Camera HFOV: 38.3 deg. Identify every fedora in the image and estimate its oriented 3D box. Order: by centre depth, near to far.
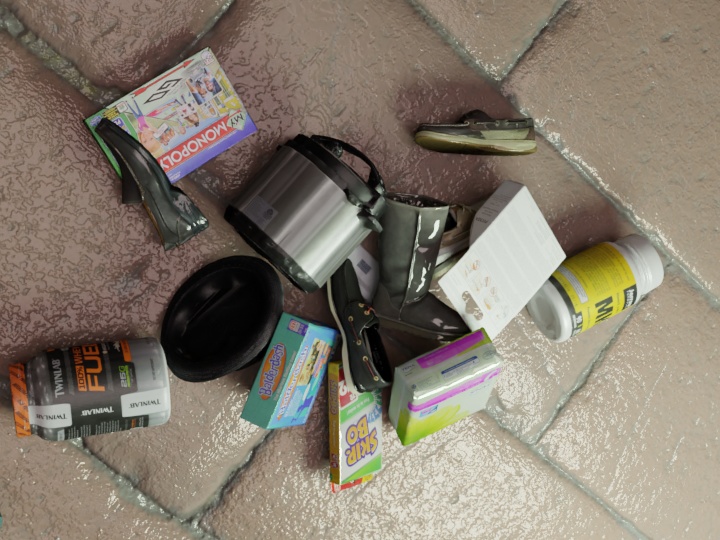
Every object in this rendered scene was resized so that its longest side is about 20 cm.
[{"bbox_3d":[-0.177,0.078,1.442,0.201,0.200,0.092,-55,143,-6],"label":"fedora"}]

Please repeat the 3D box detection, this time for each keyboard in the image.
[{"bbox_3d":[0.000,0.000,1.560,0.200,0.011,0.056,45,76,-19],"label":"keyboard"}]

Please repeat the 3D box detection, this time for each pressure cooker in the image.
[{"bbox_3d":[-0.065,-0.089,1.430,0.176,0.179,0.200,42,85,-11],"label":"pressure cooker"}]

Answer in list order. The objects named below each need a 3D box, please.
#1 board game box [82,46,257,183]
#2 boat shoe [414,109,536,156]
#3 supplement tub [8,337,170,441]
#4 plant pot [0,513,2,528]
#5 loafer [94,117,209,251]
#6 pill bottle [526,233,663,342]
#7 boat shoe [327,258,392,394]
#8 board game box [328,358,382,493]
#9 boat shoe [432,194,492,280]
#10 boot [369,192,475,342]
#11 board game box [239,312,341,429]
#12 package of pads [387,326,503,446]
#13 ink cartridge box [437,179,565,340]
[{"bbox_3d":[-0.260,-0.200,1.429,0.200,0.029,0.135,-34,106,-13],"label":"board game box"},{"bbox_3d":[0.174,-0.211,1.568,0.199,0.073,0.065,3,85,-24],"label":"boat shoe"},{"bbox_3d":[-0.362,0.160,1.387,0.199,0.122,0.123,-7,99,-20],"label":"supplement tub"},{"bbox_3d":[-0.555,0.384,1.339,0.141,0.141,0.200,31,79,-21],"label":"plant pot"},{"bbox_3d":[-0.289,-0.113,1.378,0.072,0.073,0.200,-41,108,-6],"label":"loafer"},{"bbox_3d":[0.369,0.023,1.639,0.199,0.114,0.115,-25,104,-15],"label":"pill bottle"},{"bbox_3d":[0.000,0.076,1.502,0.074,0.063,0.202,2,73,-62],"label":"boat shoe"},{"bbox_3d":[-0.007,0.230,1.556,0.095,0.030,0.201,-8,103,-46],"label":"board game box"},{"bbox_3d":[0.156,-0.068,1.571,0.200,0.075,0.068,-39,113,-11],"label":"boat shoe"},{"bbox_3d":[0.101,-0.005,1.516,0.181,0.073,0.201,12,104,-3],"label":"boot"},{"bbox_3d":[-0.092,0.141,1.448,0.045,0.200,0.153,22,88,13],"label":"board game box"},{"bbox_3d":[0.124,0.172,1.534,0.154,0.200,0.068,-23,65,-15],"label":"package of pads"},{"bbox_3d":[0.201,-0.009,1.536,0.200,0.047,0.160,-47,127,-13],"label":"ink cartridge box"}]
